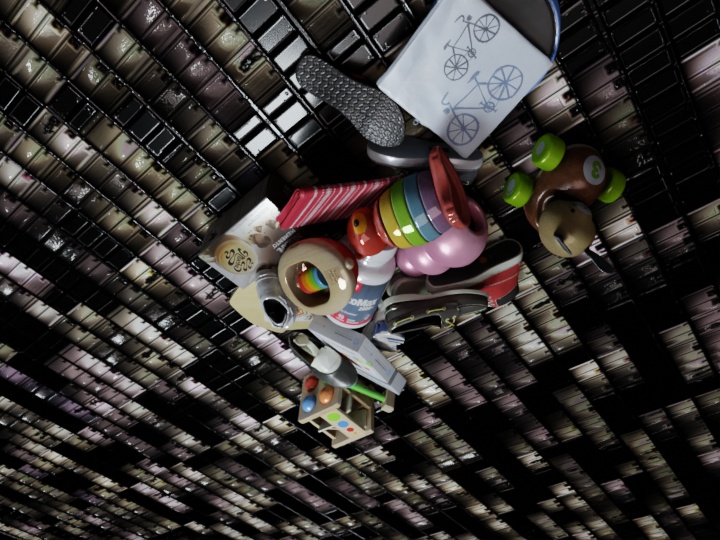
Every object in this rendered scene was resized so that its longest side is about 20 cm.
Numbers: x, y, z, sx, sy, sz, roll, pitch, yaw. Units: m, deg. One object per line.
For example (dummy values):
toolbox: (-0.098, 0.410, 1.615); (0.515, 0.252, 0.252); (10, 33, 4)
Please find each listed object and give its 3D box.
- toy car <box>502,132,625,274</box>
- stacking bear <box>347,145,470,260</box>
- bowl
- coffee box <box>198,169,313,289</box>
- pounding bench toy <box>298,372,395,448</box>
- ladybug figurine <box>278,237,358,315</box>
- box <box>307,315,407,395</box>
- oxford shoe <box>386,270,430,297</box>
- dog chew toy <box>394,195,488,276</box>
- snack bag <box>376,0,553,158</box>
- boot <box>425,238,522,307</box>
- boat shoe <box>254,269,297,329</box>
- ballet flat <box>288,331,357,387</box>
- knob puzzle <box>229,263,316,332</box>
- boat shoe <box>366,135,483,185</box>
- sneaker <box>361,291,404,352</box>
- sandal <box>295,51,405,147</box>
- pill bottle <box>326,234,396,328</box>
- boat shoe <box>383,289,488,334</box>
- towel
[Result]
toy car: (0.340, -0.088, 0.882); (0.159, 0.204, 0.159); (21, 131, -17)
stacking bear: (0.065, -0.086, 0.869); (0.195, 0.126, 0.113); (-22, 162, 24)
bowl: (0.186, -0.325, 0.786); (0.192, 0.040, 0.205); (2, 132, 2)
coffee box: (-0.187, -0.070, 1.007); (0.197, 0.082, 0.112); (-33, 124, 29)
pounding bench toy: (-0.031, 0.297, 1.301); (0.196, 0.127, 0.156); (-29, 125, 26)
ladybug figurine: (-0.067, 0.004, 0.952); (0.197, 0.072, 0.139); (-13, 110, 50)
box: (-0.004, 0.179, 1.175); (0.153, 0.042, 0.201); (19, 157, 42)
oxford shoe: (0.129, 0.036, 1.092); (0.194, 0.057, 0.078); (6, 107, -35)
dog chew toy: (0.133, -0.052, 0.985); (0.122, 0.128, 0.198); (30, 144, -23)
snack bag: (0.142, -0.278, 0.789); (0.196, 0.022, 0.189); (29, 127, -22)
boot: (0.221, 0.035, 1.069); (0.193, 0.074, 0.147); (-18, 135, -6)
boat shoe: (-0.160, 0.074, 1.073); (0.069, 0.071, 0.202); (-6, 149, -6)
ballet flat: (-0.090, 0.187, 1.182); (0.196, 0.069, 0.069); (22, 153, 38)
knob puzzle: (-0.171, 0.053, 1.141); (0.210, 0.031, 0.224); (-3, 135, -3)
boat shoe: (0.103, -0.174, 0.913); (0.192, 0.071, 0.068); (1, 133, -9)
sneaker: (0.056, 0.099, 1.152); (0.078, 0.119, 0.200); (13, 162, -7)
sandal: (-0.009, -0.268, 0.852); (0.197, 0.045, 0.076); (34, 122, -7)
pill bottle: (0.000, 0.000, 1.030); (0.115, 0.122, 0.203); (14, 134, -10)
boat shoe: (0.140, 0.077, 1.002); (0.193, 0.063, 0.072); (-6, 155, 0)
towel: (-0.033, -0.115, 0.904); (0.194, 0.023, 0.144); (-13, 169, -27)
